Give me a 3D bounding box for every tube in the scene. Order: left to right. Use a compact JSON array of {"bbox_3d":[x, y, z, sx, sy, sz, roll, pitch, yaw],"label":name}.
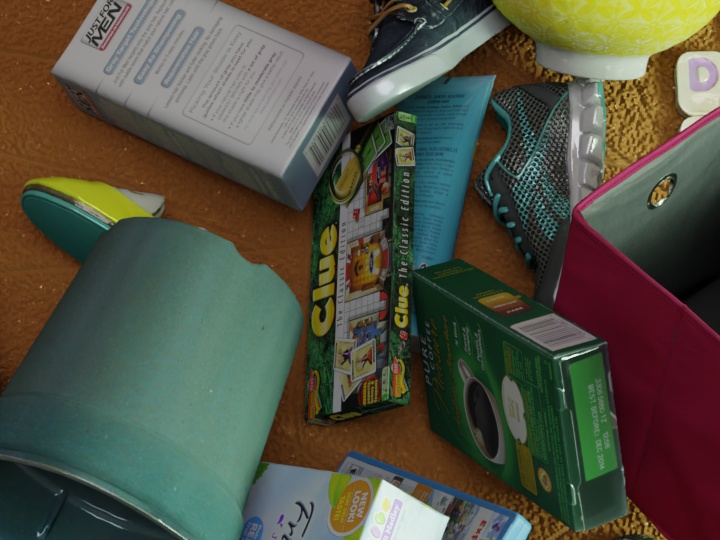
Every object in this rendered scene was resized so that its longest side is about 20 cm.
[{"bbox_3d":[0.044,-0.045,1.541,0.077,0.050,0.202,4,73,25],"label":"tube"}]

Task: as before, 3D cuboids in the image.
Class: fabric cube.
[{"bbox_3d":[0.250,0.041,1.391,0.195,0.200,0.200,-31,59,-28],"label":"fabric cube"}]

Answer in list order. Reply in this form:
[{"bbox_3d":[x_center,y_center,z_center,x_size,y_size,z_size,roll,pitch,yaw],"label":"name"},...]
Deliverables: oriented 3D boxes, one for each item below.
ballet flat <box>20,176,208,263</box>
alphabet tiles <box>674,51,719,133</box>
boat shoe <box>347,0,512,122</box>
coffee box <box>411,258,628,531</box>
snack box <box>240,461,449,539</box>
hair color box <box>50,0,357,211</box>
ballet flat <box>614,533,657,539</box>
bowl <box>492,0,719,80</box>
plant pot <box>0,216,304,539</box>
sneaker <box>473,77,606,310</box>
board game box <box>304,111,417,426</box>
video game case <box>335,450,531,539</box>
[{"bbox_3d":[-0.143,-0.015,1.534,0.199,0.067,0.067,33,56,6],"label":"ballet flat"},{"bbox_3d":[0.327,-0.110,1.574,0.198,0.015,0.197,0,75,1],"label":"alphabet tiles"},{"bbox_3d":[0.029,-0.173,1.514,0.071,0.200,0.091,-29,97,35],"label":"boat shoe"},{"bbox_3d":[0.099,0.075,1.416,0.044,0.200,0.124,-17,111,-21],"label":"coffee box"},{"bbox_3d":[-0.052,0.212,1.399,0.067,0.199,0.170,32,72,-33],"label":"snack box"},{"bbox_3d":[-0.106,-0.131,1.534,0.199,0.061,0.099,25,76,22],"label":"hair color box"},{"bbox_3d":[0.232,0.255,1.446,0.068,0.075,0.201,-33,77,-7],"label":"ballet flat"},{"bbox_3d":[0.168,-0.194,1.530,0.198,0.200,0.109,6,107,2],"label":"bowl"},{"bbox_3d":[-0.137,0.086,1.394,0.199,0.201,0.197,21,64,6],"label":"plant pot"},{"bbox_3d":[0.123,-0.044,1.535,0.090,0.078,0.202,2,67,10],"label":"sneaker"},{"bbox_3d":[0.000,0.000,1.505,0.023,0.105,0.202,11,72,-30],"label":"board game box"},{"bbox_3d":[0.012,0.199,1.416,0.018,0.199,0.144,40,76,-30],"label":"video game case"}]
